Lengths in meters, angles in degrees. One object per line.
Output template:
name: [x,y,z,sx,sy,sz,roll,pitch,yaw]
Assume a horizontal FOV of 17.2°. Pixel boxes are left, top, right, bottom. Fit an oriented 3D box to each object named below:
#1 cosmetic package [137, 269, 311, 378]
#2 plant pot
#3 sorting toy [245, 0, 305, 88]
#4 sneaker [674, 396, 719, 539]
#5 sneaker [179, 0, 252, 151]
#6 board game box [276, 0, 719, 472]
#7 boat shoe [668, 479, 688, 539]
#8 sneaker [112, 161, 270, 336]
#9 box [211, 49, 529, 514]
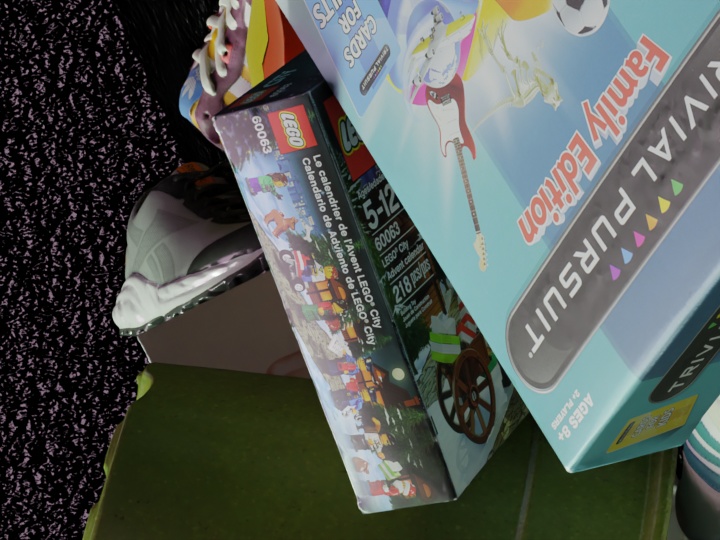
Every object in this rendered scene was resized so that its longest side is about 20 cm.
cosmetic package: [0.022,0.040,0.990,0.087,0.199,0.104,59,174,43]
plant pot: [-0.004,0.114,0.858,0.200,0.189,0.201,15,-90,-90]
sorting toy: [-0.014,-0.123,0.942,0.185,0.036,0.201,-165,69,-71]
sneaker: [0.139,0.044,0.766,0.200,0.070,0.094,93,167,-81]
sneaker: [-0.049,-0.108,1.136,0.075,0.090,0.201,-100,-4,-66]
board game box: [0.055,-0.072,0.644,0.200,0.047,0.151,59,139,27]
boat shoe: [0.126,0.167,1.038,0.069,0.071,0.201,40,144,45]
sneaker: [-0.065,-0.014,1.073,0.200,0.074,0.080,170,98,-64]
box: [0.033,-0.025,0.802,0.200,0.038,0.137,-43,-62,-56]
